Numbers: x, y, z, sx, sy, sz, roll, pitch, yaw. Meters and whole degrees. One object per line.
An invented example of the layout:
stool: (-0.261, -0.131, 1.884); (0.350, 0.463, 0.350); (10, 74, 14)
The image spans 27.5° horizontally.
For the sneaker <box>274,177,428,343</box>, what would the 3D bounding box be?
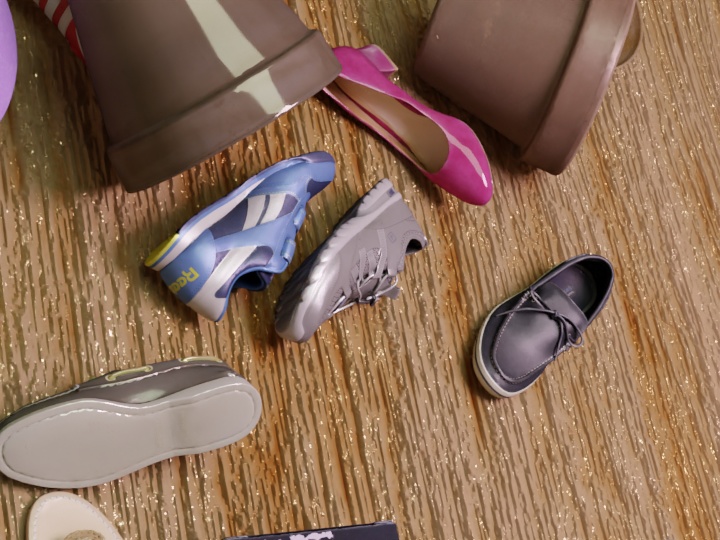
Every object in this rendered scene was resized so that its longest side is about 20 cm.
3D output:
sneaker: (0.000, 0.000, 1.255); (0.082, 0.075, 0.200); (43, 49, -4)

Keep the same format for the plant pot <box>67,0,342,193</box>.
plant pot: (-0.139, -0.185, 1.157); (0.200, 0.200, 0.174); (-39, 106, -41)

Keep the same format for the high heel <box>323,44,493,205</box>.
high heel: (0.037, -0.130, 1.350); (0.096, 0.067, 0.200); (-25, 76, -50)

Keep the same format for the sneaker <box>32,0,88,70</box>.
sneaker: (-0.257, -0.231, 1.226); (0.071, 0.112, 0.201); (-48, 125, -43)

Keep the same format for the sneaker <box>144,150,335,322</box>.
sneaker: (-0.086, -0.031, 1.221); (0.200, 0.074, 0.082); (-38, 91, -33)

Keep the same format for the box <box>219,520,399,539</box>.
box: (-0.036, 0.292, 1.053); (0.147, 0.104, 0.201); (2, 64, -33)

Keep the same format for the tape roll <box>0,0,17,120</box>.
tape roll: (-0.350, -0.172, 1.075); (0.200, 0.065, 0.201); (18, 67, -50)

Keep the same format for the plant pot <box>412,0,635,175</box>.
plant pot: (0.149, -0.214, 1.419); (0.174, 0.201, 0.201); (21, 53, 0)

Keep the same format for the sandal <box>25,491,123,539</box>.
sandal: (-0.168, 0.243, 1.015); (0.077, 0.070, 0.212); (-7, 70, -36)

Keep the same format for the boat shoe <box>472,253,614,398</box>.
boat shoe: (0.171, 0.045, 1.355); (0.075, 0.062, 0.200); (52, 51, -1)

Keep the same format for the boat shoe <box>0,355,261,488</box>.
boat shoe: (-0.176, 0.108, 1.090); (0.201, 0.072, 0.060); (-10, 30, -25)

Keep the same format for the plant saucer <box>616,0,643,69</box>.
plant saucer: (0.217, -0.293, 1.586); (0.200, 0.035, 0.201); (16, 57, -27)
